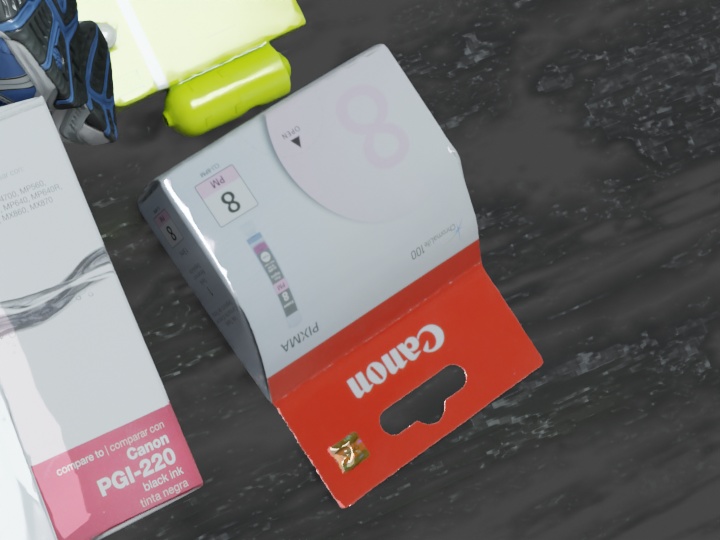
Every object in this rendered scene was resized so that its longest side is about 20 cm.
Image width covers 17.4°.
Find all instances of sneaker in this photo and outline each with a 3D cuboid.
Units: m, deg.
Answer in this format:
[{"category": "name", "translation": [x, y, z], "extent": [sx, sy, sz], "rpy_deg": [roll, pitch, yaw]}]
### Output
[{"category": "sneaker", "translation": [-0.170, -0.101, 1.127], "extent": [0.077, 0.200, 0.076], "rpy_deg": [-7, 72, 4]}]

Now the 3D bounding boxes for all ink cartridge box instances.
[{"category": "ink cartridge box", "translation": [0.000, 0.000, 1.274], "extent": [0.162, 0.057, 0.200], "rpy_deg": [-34, 86, -28]}, {"category": "ink cartridge box", "translation": [-0.171, 0.032, 1.121], "extent": [0.085, 0.146, 0.200], "rpy_deg": [-26, 95, -28]}]

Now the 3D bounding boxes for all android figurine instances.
[{"category": "android figurine", "translation": [-0.111, -0.161, 1.258], "extent": [0.200, 0.041, 0.182], "rpy_deg": [-25, 93, -20]}]

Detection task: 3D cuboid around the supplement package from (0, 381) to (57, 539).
[{"category": "supplement package", "translation": [-0.250, 0.096, 1.050], "extent": [0.147, 0.200, 0.191], "rpy_deg": [-18, 83, -27]}]
